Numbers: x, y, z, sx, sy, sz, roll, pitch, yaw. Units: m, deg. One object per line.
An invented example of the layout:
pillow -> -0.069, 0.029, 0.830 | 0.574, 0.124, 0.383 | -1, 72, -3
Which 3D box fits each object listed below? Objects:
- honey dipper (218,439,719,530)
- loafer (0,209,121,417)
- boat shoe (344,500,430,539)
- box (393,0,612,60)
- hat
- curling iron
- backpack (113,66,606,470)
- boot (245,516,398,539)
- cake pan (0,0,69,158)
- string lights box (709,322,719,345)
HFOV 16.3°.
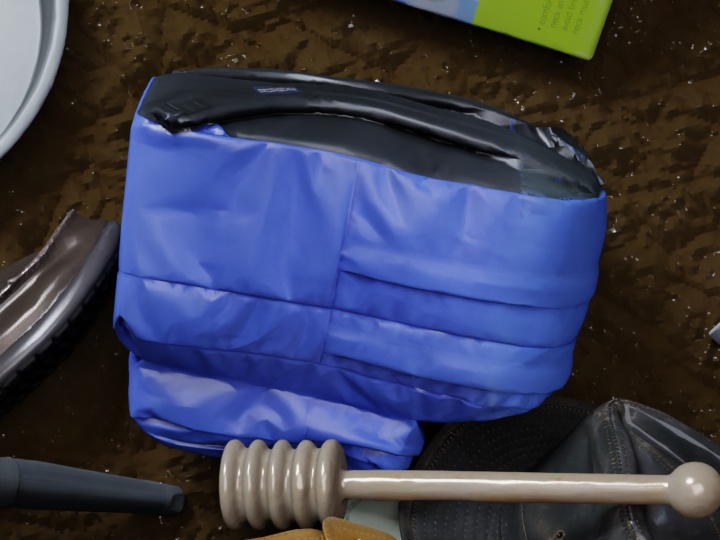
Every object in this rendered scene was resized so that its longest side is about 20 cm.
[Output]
honey dipper -> 0.044, 0.085, 1.007 | 0.200, 0.038, 0.038 | -1, 78, 10
loafer -> -0.185, 0.040, 1.094 | 0.071, 0.073, 0.200 | 44, 79, 4
boat shoe -> 0.073, 0.159, 1.095 | 0.199, 0.075, 0.066 | 20, 122, -8
box -> 0.029, -0.182, 1.136 | 0.200, 0.122, 0.048 | 16, 35, -1
hat -> 0.117, 0.110, 1.049 | 0.200, 0.081, 0.201 | 13, 44, -13
curling iron -> -0.164, 0.095, 1.067 | 0.200, 0.050, 0.026 | 1, 36, -35
backpack -> 0.000, 0.000, 1.078 | 0.200, 0.163, 0.168 | 6, 107, -3
boot -> 0.038, 0.158, 0.967 | 0.201, 0.071, 0.144 | 10, 35, -24
cake pan -> -0.232, -0.116, 1.142 | 0.200, 0.037, 0.201 | 1, 78, -4
string lights box -> 0.268, -0.001, 1.143 | 0.200, 0.059, 0.103 | -40, 85, -11
